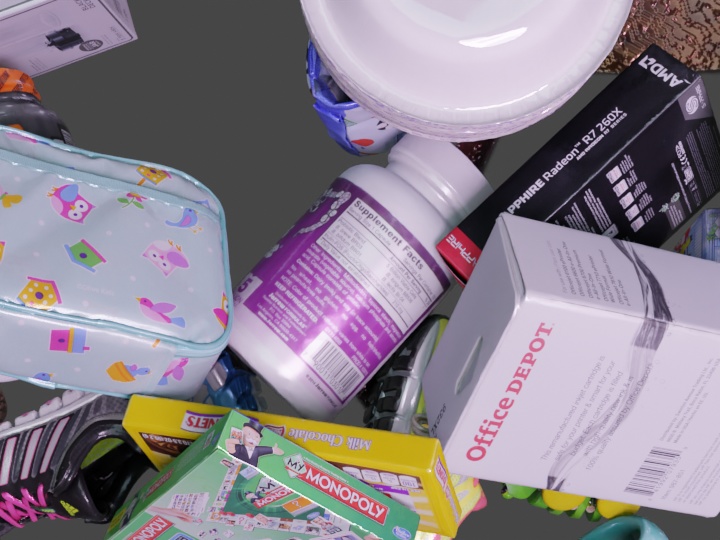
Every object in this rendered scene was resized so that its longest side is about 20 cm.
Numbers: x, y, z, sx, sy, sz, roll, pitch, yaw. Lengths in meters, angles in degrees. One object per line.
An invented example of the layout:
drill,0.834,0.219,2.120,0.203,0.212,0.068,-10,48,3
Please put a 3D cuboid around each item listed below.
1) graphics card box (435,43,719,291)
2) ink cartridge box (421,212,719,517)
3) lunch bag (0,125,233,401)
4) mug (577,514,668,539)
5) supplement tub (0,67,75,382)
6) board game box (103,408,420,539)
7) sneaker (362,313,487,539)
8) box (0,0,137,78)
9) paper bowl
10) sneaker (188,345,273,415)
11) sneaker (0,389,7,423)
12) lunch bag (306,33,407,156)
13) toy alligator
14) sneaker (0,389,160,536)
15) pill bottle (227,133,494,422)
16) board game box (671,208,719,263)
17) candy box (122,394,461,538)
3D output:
graphics card box,0.154,-0.040,0.830,0.200,0.126,0.051,-42,51,1
ink cartridge box,0.154,0.062,0.766,0.198,0.084,0.146,12,126,-15
lunch bag,-0.181,-0.010,0.779,0.198,0.077,0.162,15,47,-25
mug,0.118,0.252,0.790,0.183,0.114,0.154,-15,93,-23
supplement tub,-0.249,-0.033,0.888,0.121,0.123,0.202,-23,78,3
board game box,-0.069,0.164,0.782,0.134,0.200,0.029,32,52,-14
sneaker,0.047,0.132,0.854,0.089,0.078,0.203,14,79,-12
box,-0.280,-0.183,0.920,0.198,0.117,0.061,-20,79,5
paper bowl,0.060,-0.180,0.712,0.198,0.104,0.204,0,89,1
sneaker,-0.106,0.111,0.874,0.086,0.075,0.201,-34,73,15
sneaker,-0.342,0.046,0.915,0.075,0.070,0.201,-34,78,2
lunch bag,0.040,-0.174,0.846,0.123,0.170,0.201,39,90,7
toy alligator,0.120,0.137,0.831,0.198,0.060,0.055,12,122,-12
sneaker,-0.216,0.147,0.866,0.199,0.074,0.088,-32,45,-2
pill bottle,0.000,0.000,0.850,0.112,0.112,0.200,41,82,12
board game box,0.288,-0.020,0.797,0.197,0.201,0.062,-2,44,19
candy box,-0.040,0.122,0.769,0.197,0.103,0.027,6,61,18
